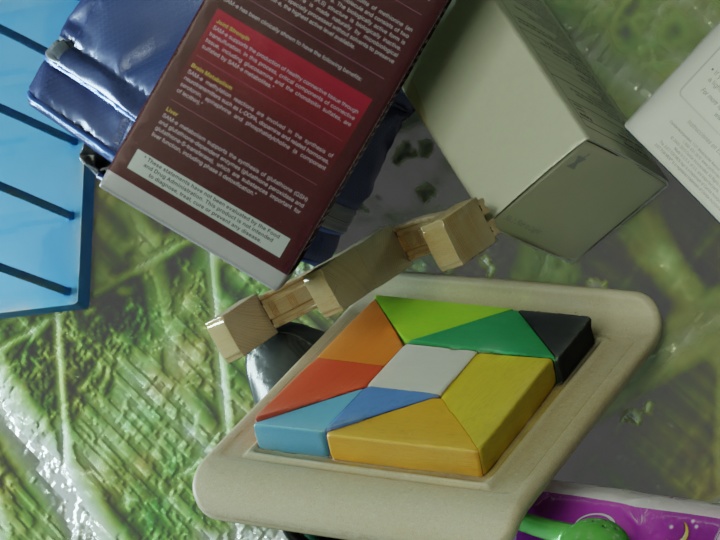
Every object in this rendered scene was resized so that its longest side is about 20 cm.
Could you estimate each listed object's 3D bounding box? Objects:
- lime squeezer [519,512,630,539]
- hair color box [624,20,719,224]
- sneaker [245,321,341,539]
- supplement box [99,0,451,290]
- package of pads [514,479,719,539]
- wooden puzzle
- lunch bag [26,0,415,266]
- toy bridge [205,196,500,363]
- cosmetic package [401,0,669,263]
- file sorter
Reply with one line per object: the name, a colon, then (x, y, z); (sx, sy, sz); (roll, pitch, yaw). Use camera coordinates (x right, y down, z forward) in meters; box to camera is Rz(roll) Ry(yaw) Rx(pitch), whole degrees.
lime squeezer: (0.110, 0.164, 1.269); (0.071, 0.038, 0.200); (-39, 61, 15)
hair color box: (0.239, -0.108, 1.339); (0.200, 0.061, 0.100); (-48, 62, 11)
sneaker: (-0.013, 0.104, 1.422); (0.075, 0.079, 0.200); (-40, 59, 17)
supplement box: (-0.035, -0.103, 1.355); (0.109, 0.061, 0.200); (31, 96, 1)
package of pads: (0.125, 0.168, 1.326); (0.200, 0.076, 0.121); (6, 82, 31)
wooden puzzle: (0.034, 0.062, 1.364); (0.185, 0.037, 0.200); (5, 37, 30)
lunch bag: (-0.087, -0.090, 1.480); (0.200, 0.136, 0.132); (32, 94, 32)
toy bridge: (0.000, 0.000, 1.397); (0.200, 0.067, 0.027); (-23, 98, 46)
cosmetic package: (0.068, -0.109, 1.416); (0.073, 0.104, 0.200); (-40, 60, 17)
file sorter: (-0.245, -0.081, 1.579); (0.139, 0.123, 0.200); (-6, 74, 28)
